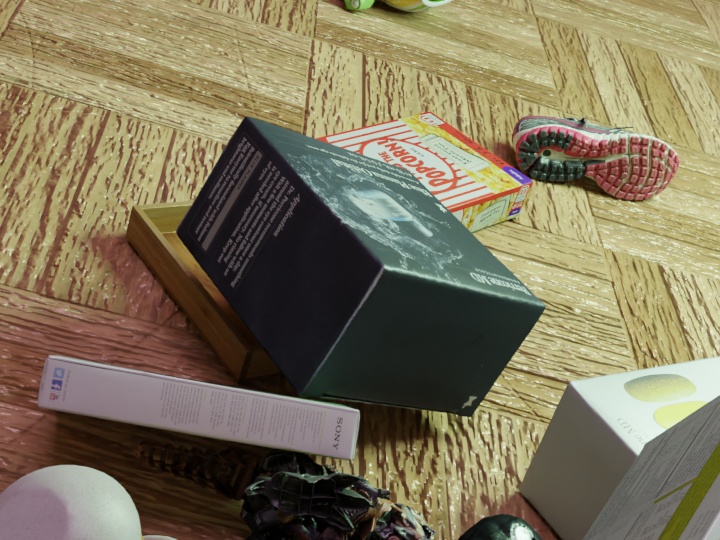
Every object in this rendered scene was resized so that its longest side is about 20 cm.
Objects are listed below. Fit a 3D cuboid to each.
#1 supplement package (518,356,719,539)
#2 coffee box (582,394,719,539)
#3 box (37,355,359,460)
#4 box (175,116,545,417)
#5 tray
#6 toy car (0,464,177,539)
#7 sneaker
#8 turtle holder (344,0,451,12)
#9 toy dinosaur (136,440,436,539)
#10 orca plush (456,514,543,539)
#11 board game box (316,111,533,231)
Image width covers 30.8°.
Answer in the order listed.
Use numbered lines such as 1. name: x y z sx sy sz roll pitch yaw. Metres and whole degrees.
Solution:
1. supplement package: 0.241 0.148 0.994 0.199 0.110 0.114 -5 39 -36
2. coffee box: 0.242 0.196 0.746 0.200 0.198 0.200 43 53 3
3. box: -0.107 0.090 0.871 0.198 0.037 0.144 12 -6 -8
4. box: 0.000 0.000 1.001 0.196 0.118 0.200 13 28 -47
5. tray: -0.105 0.012 1.081 0.098 0.037 0.200 -7 39 -37
6. toy car: -0.145 0.208 0.651 0.149 0.175 0.201 -27 56 -1
7. sneaker: 0.271 -0.140 1.496 0.198 0.081 0.075 12 29 -12
8. turtle holder: 0.064 -0.416 1.753 0.184 0.142 0.132 -3 39 -35
9. toy dinosaur: -0.046 0.160 0.853 0.198 0.103 0.136 1 10 -4
10. orca plush: 0.036 0.202 0.793 0.200 0.105 0.071 -36 98 -25
11. board game box: 0.059 -0.092 1.330 0.151 0.047 0.199 37 35 26
